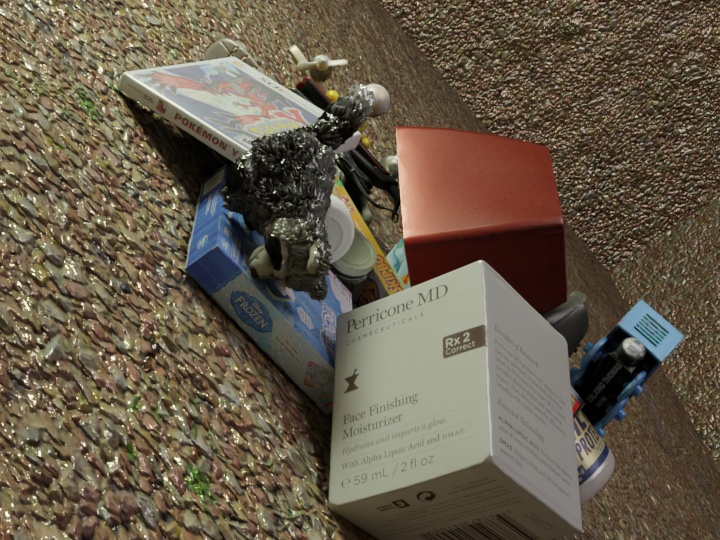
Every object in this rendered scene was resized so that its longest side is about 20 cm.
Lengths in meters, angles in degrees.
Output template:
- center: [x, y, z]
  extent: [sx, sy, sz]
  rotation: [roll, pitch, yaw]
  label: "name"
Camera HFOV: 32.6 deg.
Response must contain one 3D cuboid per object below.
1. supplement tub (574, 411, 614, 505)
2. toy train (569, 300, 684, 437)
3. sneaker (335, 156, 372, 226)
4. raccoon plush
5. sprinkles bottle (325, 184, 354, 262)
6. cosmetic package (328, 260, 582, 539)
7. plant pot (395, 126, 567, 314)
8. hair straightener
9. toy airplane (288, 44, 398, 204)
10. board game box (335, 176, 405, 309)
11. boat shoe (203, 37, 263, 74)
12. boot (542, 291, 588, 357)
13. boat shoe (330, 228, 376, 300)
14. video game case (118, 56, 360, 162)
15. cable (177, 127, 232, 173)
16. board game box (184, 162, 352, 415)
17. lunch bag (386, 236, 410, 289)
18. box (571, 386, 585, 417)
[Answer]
- center: [0.185, 0.184, 1.436]
  extent: [0.200, 0.145, 0.145]
  rotation: [54, 15, -1]
  label: "supplement tub"
- center: [0.301, 0.128, 1.481]
  extent: [0.087, 0.200, 0.114]
  rotation: [43, 54, 15]
  label: "toy train"
- center: [-0.027, -0.123, 1.488]
  extent: [0.075, 0.087, 0.200]
  rotation: [-14, 71, -26]
  label: "sneaker"
- center: [-0.031, -0.071, 1.107]
  extent: [0.134, 0.200, 0.097]
  rotation: [44, -2, 22]
  label: "raccoon plush"
- center: [-0.056, -0.079, 1.264]
  extent: [0.068, 0.068, 0.200]
  rotation: [46, 11, -28]
  label: "sprinkles bottle"
- center: [0.085, 0.133, 1.105]
  extent: [0.165, 0.165, 0.200]
  rotation: [40, 39, -41]
  label: "cosmetic package"
- center: [0.143, -0.042, 1.422]
  extent: [0.200, 0.176, 0.200]
  rotation: [77, 8, -46]
  label: "plant pot"
- center: [-0.024, -0.130, 1.415]
  extent: [0.200, 0.041, 0.077]
  rotation: [52, 41, -2]
  label: "hair straightener"
- center: [-0.016, -0.198, 1.669]
  extent: [0.200, 0.141, 0.199]
  rotation: [41, 19, -40]
  label: "toy airplane"
- center: [0.000, 0.000, 1.397]
  extent: [0.200, 0.030, 0.096]
  rotation: [57, -30, 18]
  label: "board game box"
- center: [-0.124, -0.178, 1.457]
  extent: [0.200, 0.074, 0.073]
  rotation: [63, 6, 0]
  label: "boat shoe"
- center: [0.238, 0.134, 1.574]
  extent: [0.077, 0.138, 0.200]
  rotation: [34, -42, 32]
  label: "boot"
- center: [-0.059, -0.049, 1.368]
  extent: [0.072, 0.061, 0.201]
  rotation: [-19, 54, -32]
  label: "boat shoe"
- center: [-0.119, -0.164, 1.269]
  extent: [0.182, 0.023, 0.200]
  rotation: [33, 27, 18]
  label: "video game case"
- center: [-0.125, -0.104, 1.301]
  extent: [0.200, 0.050, 0.097]
  rotation: [56, 17, 12]
  label: "cable"
- center: [-0.081, 0.012, 1.194]
  extent: [0.199, 0.043, 0.200]
  rotation: [49, 16, -22]
  label: "board game box"
- center: [0.137, 0.026, 1.607]
  extent: [0.161, 0.083, 0.200]
  rotation: [9, 36, -42]
  label: "lunch bag"
- center: [0.148, 0.173, 1.309]
  extent: [0.110, 0.200, 0.035]
  rotation: [50, -30, -14]
  label: "box"
